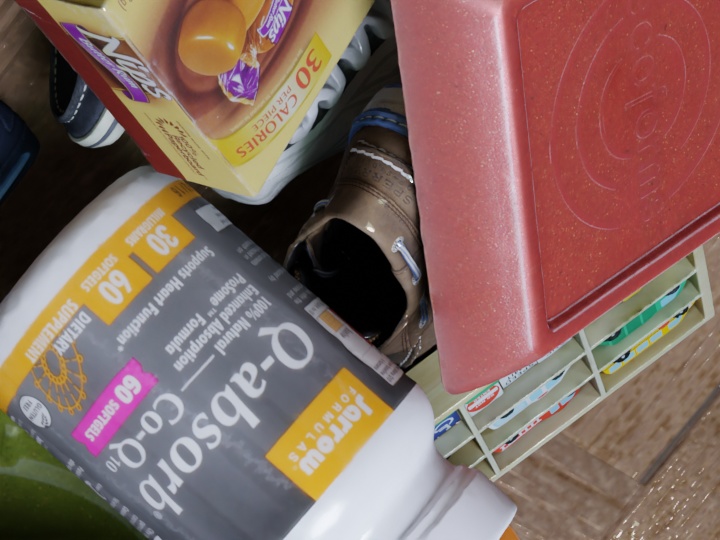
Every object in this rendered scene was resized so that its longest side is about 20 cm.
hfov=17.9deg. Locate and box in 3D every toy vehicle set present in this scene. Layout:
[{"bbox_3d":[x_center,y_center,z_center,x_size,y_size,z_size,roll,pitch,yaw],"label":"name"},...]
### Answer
[{"bbox_3d":[0.073,0.050,1.056,0.200,0.027,0.124,-37,157,-1],"label":"toy vehicle set"}]

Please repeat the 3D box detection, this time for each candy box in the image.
[{"bbox_3d":[-0.034,-0.142,0.837,0.200,0.056,0.117,-58,141,-18],"label":"candy box"}]

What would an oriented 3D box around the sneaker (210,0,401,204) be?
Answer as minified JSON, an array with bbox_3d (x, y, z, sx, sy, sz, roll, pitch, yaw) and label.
[{"bbox_3d":[0.005,-0.103,0.943,0.200,0.075,0.081,-39,155,-8],"label":"sneaker"}]

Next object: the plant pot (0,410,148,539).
[{"bbox_3d":[-0.162,0.179,0.966,0.200,0.200,0.184,-8,134,-22],"label":"plant pot"}]

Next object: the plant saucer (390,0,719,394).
[{"bbox_3d":[0.103,-0.070,0.900,0.200,0.037,0.200,-33,130,-33],"label":"plant saucer"}]

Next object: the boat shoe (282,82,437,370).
[{"bbox_3d":[0.000,0.000,0.952,0.072,0.072,0.200,-52,164,-25],"label":"boat shoe"}]

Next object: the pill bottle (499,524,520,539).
[{"bbox_3d":[-0.001,0.180,0.974,0.200,0.106,0.106,-51,141,-41],"label":"pill bottle"}]

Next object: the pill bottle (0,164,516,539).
[{"bbox_3d":[-0.044,0.062,0.893,0.200,0.116,0.116,40,99,3],"label":"pill bottle"}]

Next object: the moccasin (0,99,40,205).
[{"bbox_3d":[-0.181,0.022,0.886,0.068,0.080,0.200,28,88,-33],"label":"moccasin"}]

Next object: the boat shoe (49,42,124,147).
[{"bbox_3d":[-0.109,-0.143,0.853,0.062,0.075,0.200,-6,115,-22],"label":"boat shoe"}]
